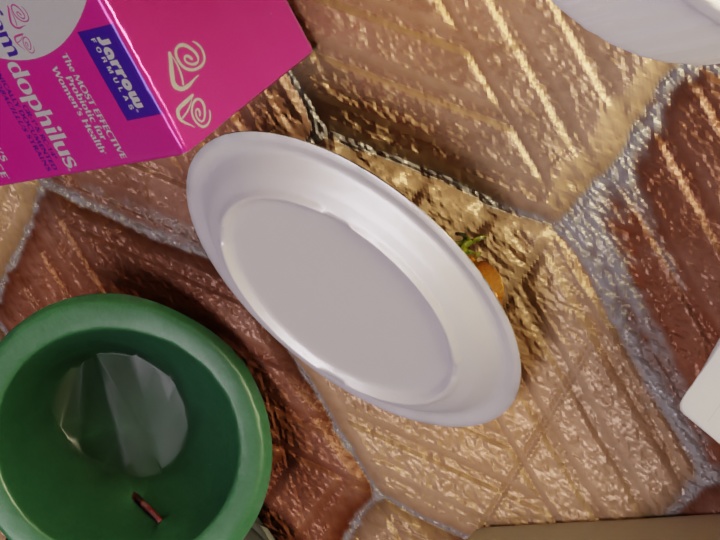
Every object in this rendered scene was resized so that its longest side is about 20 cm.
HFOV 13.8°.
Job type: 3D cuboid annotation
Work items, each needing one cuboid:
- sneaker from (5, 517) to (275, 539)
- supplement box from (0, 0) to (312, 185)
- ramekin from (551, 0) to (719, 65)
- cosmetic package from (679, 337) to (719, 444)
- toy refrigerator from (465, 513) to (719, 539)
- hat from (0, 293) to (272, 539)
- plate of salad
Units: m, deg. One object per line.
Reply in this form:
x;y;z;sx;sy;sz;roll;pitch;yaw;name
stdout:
-0.128;0.169;1.755;0.199;0.079;0.076;11;132;40;sneaker
-0.135;-0.114;1.464;0.200;0.103;0.101;-8;117;49;supplement box
0.133;-0.167;1.039;0.201;0.200;0.098;56;152;-12;ramekin
0.246;0.071;1.245;0.200;0.081;0.113;40;143;13;cosmetic package
0.121;0.176;1.496;0.200;0.070;0.076;-9;117;50;toy refrigerator
-0.134;0.083;1.721;0.199;0.176;0.166;17;99;6;hat
0.000;0.000;1.476;0.200;0.048;0.200;29;150;18;plate of salad
